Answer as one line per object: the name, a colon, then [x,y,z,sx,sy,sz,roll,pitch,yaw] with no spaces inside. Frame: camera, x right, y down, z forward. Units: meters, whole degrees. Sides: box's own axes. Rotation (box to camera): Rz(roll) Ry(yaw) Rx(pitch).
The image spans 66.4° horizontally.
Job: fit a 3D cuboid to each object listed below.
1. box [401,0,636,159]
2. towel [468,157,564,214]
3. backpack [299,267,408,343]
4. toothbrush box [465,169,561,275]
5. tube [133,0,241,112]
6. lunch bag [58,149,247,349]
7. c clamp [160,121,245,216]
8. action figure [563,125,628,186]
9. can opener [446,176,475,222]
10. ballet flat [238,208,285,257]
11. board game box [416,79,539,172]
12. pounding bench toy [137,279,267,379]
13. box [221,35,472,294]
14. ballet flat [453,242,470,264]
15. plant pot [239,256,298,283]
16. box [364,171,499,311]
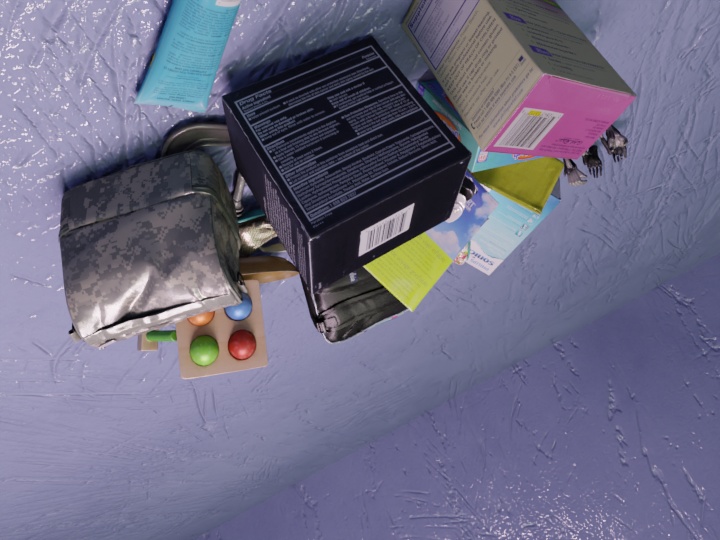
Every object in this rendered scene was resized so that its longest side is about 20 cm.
box: [0.170,-0.233,0.608,0.172,0.204,0.097,-5,149,-37]
towel: [0.204,-0.164,0.810,0.196,0.018,0.088,25,99,-12]
backpack: [0.000,0.000,0.889,0.195,0.151,0.182,-18,114,-10]
toothbrush box: [0.217,-0.109,0.929,0.144,0.086,0.201,27,134,-8]
tube: [-0.151,-0.222,0.511,0.076,0.052,0.200,0,148,-36]
lunch bag: [-0.236,-0.015,0.633,0.194,0.171,0.141,-15,148,-3]
c clamp: [-0.169,-0.122,0.691,0.167,0.028,0.201,-7,147,-36]
action figure: [0.413,-0.219,0.979,0.118,0.105,0.197,-31,158,37]
can opener: [0.058,-0.131,0.746,0.067,0.196,0.053,-62,180,-41]
ballet flat: [-0.090,-0.074,0.788,0.196,0.068,0.077,-25,112,-8]
board game box: [0.189,-0.206,0.727,0.195,0.154,0.046,-14,139,-22]
pounding bench toy: [-0.246,0.093,0.829,0.194,0.128,0.156,-7,175,-14]
box: [-0.019,-0.121,0.612,0.196,0.201,0.124,-27,158,-17]
ballet flat: [0.134,-0.108,0.858,0.062,0.207,0.075,-8,-168,-22]
plant pot: [-0.189,0.005,0.824,0.194,0.028,0.200,-8,175,-1]
box: [0.093,-0.059,0.800,0.201,0.121,0.048,-50,-167,0]
